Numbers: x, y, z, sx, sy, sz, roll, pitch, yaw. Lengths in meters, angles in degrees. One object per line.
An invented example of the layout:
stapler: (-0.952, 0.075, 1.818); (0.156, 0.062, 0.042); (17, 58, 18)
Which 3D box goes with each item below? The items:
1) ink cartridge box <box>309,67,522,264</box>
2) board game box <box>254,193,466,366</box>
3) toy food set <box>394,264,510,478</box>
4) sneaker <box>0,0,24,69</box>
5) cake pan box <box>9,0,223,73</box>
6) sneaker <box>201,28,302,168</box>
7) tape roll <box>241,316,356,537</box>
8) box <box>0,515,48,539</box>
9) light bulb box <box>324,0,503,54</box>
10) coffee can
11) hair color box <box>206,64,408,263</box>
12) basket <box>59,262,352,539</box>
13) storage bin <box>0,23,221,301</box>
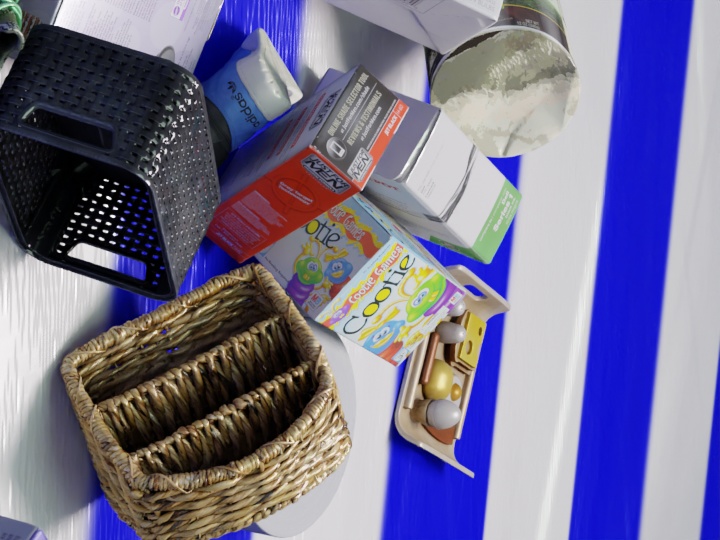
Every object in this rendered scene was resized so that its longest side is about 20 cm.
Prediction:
ink cartridge box: (0.046, -0.098, 1.803); (0.085, 0.146, 0.200); (-61, 146, -8)
board game box: (0.000, 0.000, 1.744); (0.103, 0.105, 0.200); (-46, 153, 5)
toy food set: (0.109, 0.110, 2.046); (0.143, 0.060, 0.201); (35, 66, -56)
sneaker: (-0.262, -0.175, 1.333); (0.077, 0.088, 0.201); (46, 57, -52)
cake pan box: (-0.175, -0.232, 1.464); (0.184, 0.052, 0.201); (14, 99, -61)
sneaker: (-0.114, -0.144, 1.619); (0.077, 0.111, 0.200); (57, 8, -13)
tape roll: (-0.082, 0.139, 1.723); (0.200, 0.066, 0.202); (-15, 108, -57)
box: (-0.282, 0.309, 1.377); (0.184, 0.104, 0.201); (-56, 140, -38)
light bulb box: (0.042, -0.334, 1.701); (0.197, 0.125, 0.201); (21, 74, -20)
coffee can: (0.132, -0.228, 1.859); (0.201, 0.145, 0.147); (-95, 167, -51)
hair color box: (-0.053, -0.087, 1.598); (0.061, 0.200, 0.102); (40, 56, -15)
basket: (-0.118, 0.113, 1.518); (0.199, 0.143, 0.150); (-25, 122, -21)
storage bin: (-0.186, -0.075, 1.384); (0.200, 0.134, 0.094); (87, 23, -63)
